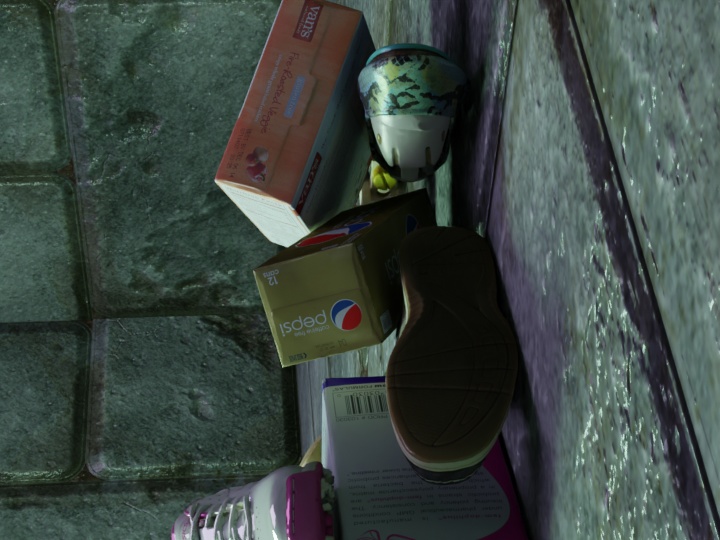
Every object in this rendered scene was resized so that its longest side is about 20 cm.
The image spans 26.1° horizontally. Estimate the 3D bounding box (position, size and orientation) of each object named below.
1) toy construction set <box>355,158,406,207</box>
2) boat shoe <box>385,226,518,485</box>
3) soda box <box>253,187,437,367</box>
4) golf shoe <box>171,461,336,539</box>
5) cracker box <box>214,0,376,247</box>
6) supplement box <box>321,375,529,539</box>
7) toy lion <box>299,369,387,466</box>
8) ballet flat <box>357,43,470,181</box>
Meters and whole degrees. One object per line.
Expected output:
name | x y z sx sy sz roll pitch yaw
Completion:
toy construction set | 0.009 -0.064 1.236 0.200 0.092 0.131 -113 18 -45
boat shoe | 0.051 0.053 0.875 0.201 0.072 0.066 -89 -4 -53
soda box | 0.000 0.000 0.996 0.200 0.068 0.064 -38 -68 -71
golf shoe | -0.059 0.150 0.857 0.200 0.091 0.075 108 161 -71
cracker box | -0.033 -0.092 1.061 0.200 0.058 0.134 59 -130 -78
supplement box | 0.033 0.154 0.893 0.200 0.101 0.103 -100 10 -63
toy lion | 0.008 0.113 1.090 0.192 0.069 0.200 -57 -5 17
ballet flat | 0.035 -0.093 0.997 0.200 0.074 0.074 44 -137 -83
